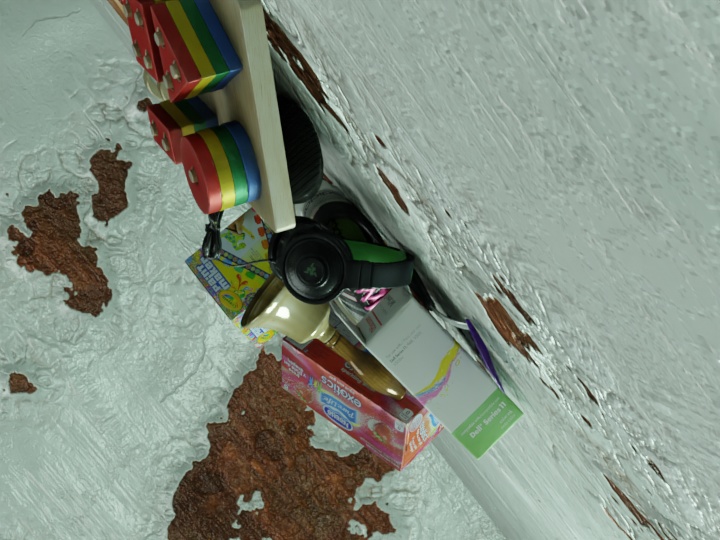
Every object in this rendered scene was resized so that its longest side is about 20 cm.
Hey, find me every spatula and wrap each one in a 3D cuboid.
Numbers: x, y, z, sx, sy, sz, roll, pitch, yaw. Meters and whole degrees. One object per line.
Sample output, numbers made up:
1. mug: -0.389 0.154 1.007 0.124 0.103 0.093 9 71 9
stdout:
1. spatula: 0.079 0.039 1.083 0.200 0.021 0.057 48 175 43

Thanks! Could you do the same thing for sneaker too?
1. sneaker: -0.077 -0.124 1.100 0.200 0.074 0.089 57 -176 39
2. sneaker: 0.000 0.000 1.208 0.200 0.074 0.087 59 179 -20

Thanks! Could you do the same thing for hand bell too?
1. hand bell: -0.026 0.081 1.296 0.200 0.104 0.104 39 178 -13

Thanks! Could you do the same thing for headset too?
1. headset: -0.047 -0.024 1.068 0.123 0.199 0.094 -140 54 -71

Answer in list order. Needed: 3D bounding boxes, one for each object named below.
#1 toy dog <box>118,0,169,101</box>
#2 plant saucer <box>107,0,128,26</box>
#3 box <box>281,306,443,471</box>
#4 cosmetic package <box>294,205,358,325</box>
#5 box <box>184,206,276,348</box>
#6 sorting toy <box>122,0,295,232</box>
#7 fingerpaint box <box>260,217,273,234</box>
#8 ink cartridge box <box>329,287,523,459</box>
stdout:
1. toy dog: -0.188 -0.257 1.156 0.132 0.096 0.200 51 161 40
2. plant saucer: -0.377 -0.435 1.752 0.200 0.037 0.200 51 175 6
3. box: 0.007 0.137 1.403 0.200 0.100 0.096 32 141 26
4. cosmetic package: -0.012 -0.004 1.315 0.200 0.073 0.104 53 174 -23
5. box: -0.137 -0.004 1.746 0.122 0.192 0.200 50 175 16
6. sorting toy: -0.136 -0.151 0.974 0.199 0.069 0.201 45 148 53
7. fingerpaint box: -0.084 -0.073 1.456 0.167 0.073 0.200 47 174 43
8. ink cartridge box: 0.061 0.082 1.134 0.200 0.067 0.117 46 -179 -9
